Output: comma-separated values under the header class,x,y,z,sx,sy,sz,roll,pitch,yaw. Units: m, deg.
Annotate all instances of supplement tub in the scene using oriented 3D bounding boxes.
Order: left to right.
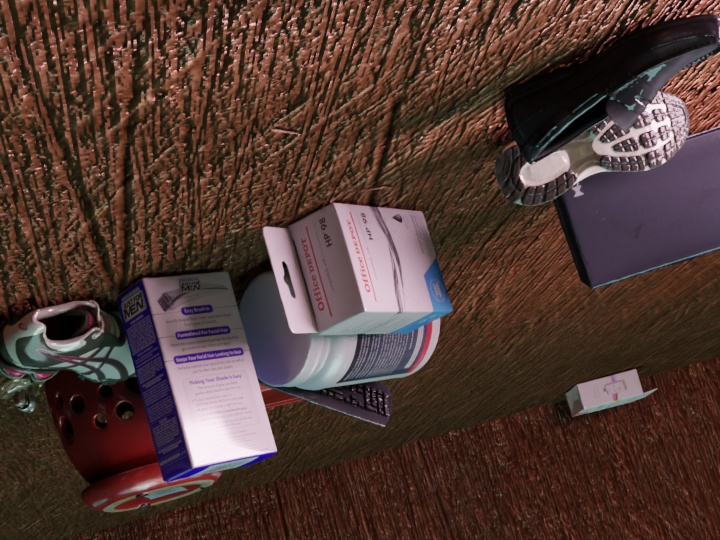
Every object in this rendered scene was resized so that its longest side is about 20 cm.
class,x,y,z,sx,sy,sz,roll,pitch,yaw
supplement tub,-0.022,0.057,1.562,0.199,0.141,0.140,-4,161,-44

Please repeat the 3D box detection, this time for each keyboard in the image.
class,x,y,z,sx,sy,sz,roll,pitch,yaw
keyboard,-0.056,0.110,1.612,0.199,0.127,0.021,22,116,-18

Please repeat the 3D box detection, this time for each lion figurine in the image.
class,x,y,z,sx,sy,sz,roll,pitch,yaw
lion figurine,-0.443,0.124,1.506,0.199,0.073,0.122,-6,178,19

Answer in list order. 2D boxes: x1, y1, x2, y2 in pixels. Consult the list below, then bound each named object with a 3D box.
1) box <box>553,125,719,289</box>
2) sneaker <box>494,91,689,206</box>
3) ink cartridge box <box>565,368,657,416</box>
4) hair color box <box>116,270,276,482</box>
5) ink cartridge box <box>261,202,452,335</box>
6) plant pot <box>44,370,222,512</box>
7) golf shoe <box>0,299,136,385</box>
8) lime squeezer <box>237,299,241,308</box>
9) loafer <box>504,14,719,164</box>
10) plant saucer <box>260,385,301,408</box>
class,x,y,z,sx,sy,sz,roll,pitch,yaw
box,0.303,-0.066,1.434,0.195,0.118,0.200,-18,179,7
sneaker,0.211,-0.125,1.330,0.199,0.077,0.089,-17,-162,-7
ink cartridge box,0.620,0.298,3.483,0.199,0.068,0.117,-13,166,-11
hair color box,-0.169,0.106,1.448,0.109,0.201,0.065,-5,164,-41
ink cartridge box,0.000,0.000,1.412,0.066,0.117,0.199,-25,165,33
plant pot,-0.270,0.188,1.707,0.199,0.184,0.201,-14,166,-3
golf shoe,-0.277,0.071,1.455,0.199,0.078,0.088,-4,155,-44
lime squeezer,-0.133,0.047,1.603,0.199,0.038,0.070,-6,167,-43
loafer,0.216,-0.150,1.173,0.200,0.071,0.068,-23,166,24
plant saucer,-0.125,0.176,2.142,0.198,0.037,0.200,-11,165,-24
